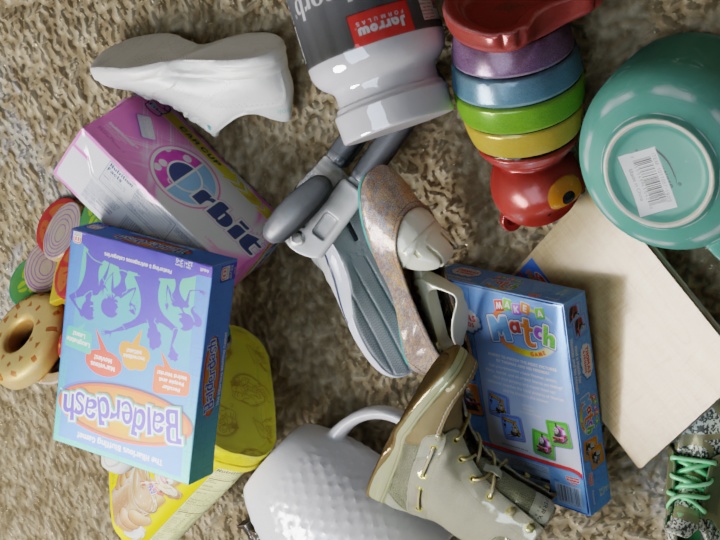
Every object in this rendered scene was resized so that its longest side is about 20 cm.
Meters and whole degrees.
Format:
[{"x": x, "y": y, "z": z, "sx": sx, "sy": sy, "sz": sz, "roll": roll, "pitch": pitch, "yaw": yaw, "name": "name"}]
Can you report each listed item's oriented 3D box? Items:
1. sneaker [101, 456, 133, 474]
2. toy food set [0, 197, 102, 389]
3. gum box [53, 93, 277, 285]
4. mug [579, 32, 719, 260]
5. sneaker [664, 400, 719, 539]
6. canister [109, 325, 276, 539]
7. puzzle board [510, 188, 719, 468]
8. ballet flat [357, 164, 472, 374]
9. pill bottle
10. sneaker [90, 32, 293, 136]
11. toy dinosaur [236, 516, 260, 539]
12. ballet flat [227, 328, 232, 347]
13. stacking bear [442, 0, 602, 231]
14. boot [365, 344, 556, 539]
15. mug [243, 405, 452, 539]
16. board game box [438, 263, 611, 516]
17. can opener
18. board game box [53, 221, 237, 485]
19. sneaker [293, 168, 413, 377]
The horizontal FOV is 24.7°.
[{"x": -0.238, "y": 0.105, "z": 1.602, "sx": 0.075, "sy": 0.201, "sz": 0.081, "roll": 6, "pitch": 140, "yaw": -21, "name": "sneaker"}, {"x": -0.281, "y": 0.014, "z": 1.587, "sx": 0.049, "sy": 0.199, "sz": 0.199, "roll": 27, "pitch": 148, "yaw": -37, "name": "toy food set"}, {"x": -0.175, "y": -0.069, "z": 1.510, "sx": 0.200, "sy": 0.113, "sz": 0.066, "roll": 44, "pitch": 126, "yaw": 3, "name": "gum box"}, {"x": 0.258, "y": -0.086, "z": 1.257, "sx": 0.184, "sy": 0.114, "sz": 0.153, "roll": 28, "pitch": 124, "yaw": 15, "name": "mug"}, {"x": 0.286, "y": 0.189, "z": 1.391, "sx": 0.076, "sy": 0.089, "sz": 0.201, "roll": 1, "pitch": 112, "yaw": 28, "name": "sneaker"}, {"x": -0.169, "y": 0.166, "z": 1.607, "sx": 0.086, "sy": 0.149, "sz": 0.200, "roll": 16, "pitch": 136, "yaw": -29, "name": "canister"}, {"x": 0.219, "y": 0.045, "z": 1.375, "sx": 0.200, "sy": 0.017, "sz": 0.151, "roll": 54, "pitch": 134, "yaw": 17, "name": "puzzle board"}, {"x": 0.056, "y": 0.001, "z": 1.400, "sx": 0.067, "sy": 0.068, "sz": 0.201, "roll": 9, "pitch": 128, "yaw": 42, "name": "ballet flat"}, {"x": 0.002, "y": -0.210, "z": 1.316, "sx": 0.115, "sy": 0.116, "sz": 0.201, "roll": -18, "pitch": 91, "yaw": 34, "name": "pill bottle"}, {"x": -0.152, "y": -0.162, "z": 1.484, "sx": 0.199, "sy": 0.075, "sz": 0.089, "roll": 5, "pitch": 127, "yaw": 26, "name": "sneaker"}, {"x": -0.095, "y": 0.312, "z": 1.670, "sx": 0.199, "sy": 0.077, "sz": 0.103, "roll": -13, "pitch": 110, "yaw": 49, "name": "toy dinosaur"}, {"x": -0.178, "y": 0.043, "z": 1.548, "sx": 0.200, "sy": 0.069, "sz": 0.070, "roll": -133, "pitch": 40, "yaw": -53, "name": "ballet flat"}, {"x": 0.133, "y": -0.127, "z": 1.315, "sx": 0.113, "sy": 0.121, "sz": 0.201, "roll": 27, "pitch": 138, "yaw": 48, "name": "stacking bear"}, {"x": 0.102, "y": 0.163, "z": 1.406, "sx": 0.154, "sy": 0.072, "sz": 0.201, "roll": 30, "pitch": 134, "yaw": 7, "name": "boot"}, {"x": -0.003, "y": 0.216, "z": 1.544, "sx": 0.175, "sy": 0.148, "sz": 0.200, "roll": 42, "pitch": 108, "yaw": 9, "name": "mug"}, {"x": 0.140, "y": 0.102, "z": 1.439, "sx": 0.151, "sy": 0.036, "sz": 0.201, "roll": 13, "pitch": 122, "yaw": 45, "name": "board game box"}, {"x": -0.003, "y": -0.095, "z": 1.391, "sx": 0.053, "sy": 0.066, "sz": 0.200, "roll": 38, "pitch": 96, "yaw": 6, "name": "can opener"}, {"x": -0.193, "y": 0.072, "z": 1.459, "sx": 0.151, "sy": 0.045, "sz": 0.201, "roll": 14, "pitch": 106, "yaw": 25, "name": "board game box"}, {"x": 0.000, "y": 0.000, "z": 1.477, "sx": 0.201, "sy": 0.073, "sz": 0.071, "roll": 68, "pitch": 164, "yaw": -6, "name": "sneaker"}]
